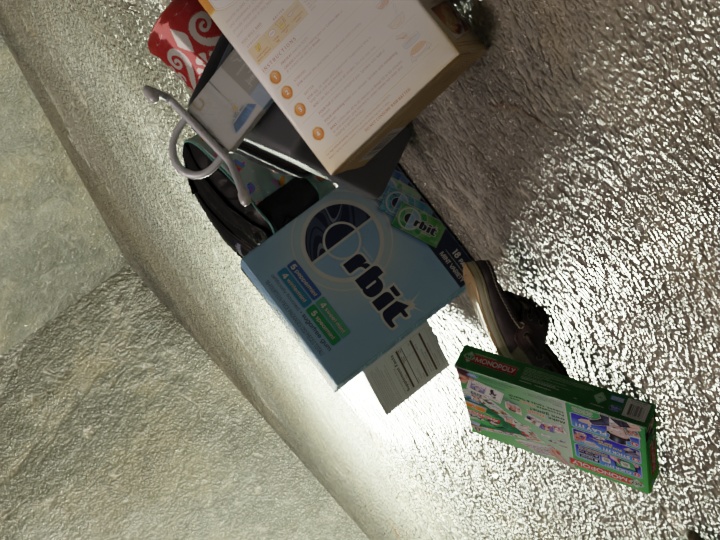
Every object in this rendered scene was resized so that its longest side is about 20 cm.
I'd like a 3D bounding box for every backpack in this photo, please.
[{"bbox_3d":[-0.127,-0.105,1.842,0.199,0.153,0.177,36,158,25],"label":"backpack"}]

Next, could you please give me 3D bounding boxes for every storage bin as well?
[{"bbox_3d":[-0.044,-0.157,1.455,0.134,0.147,0.199,29,-176,36],"label":"storage bin"}]

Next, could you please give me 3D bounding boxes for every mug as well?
[{"bbox_3d":[-0.122,-0.220,1.600,0.200,0.133,0.178,48,171,8],"label":"mug"}]

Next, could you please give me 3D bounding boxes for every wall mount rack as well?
[{"bbox_3d":[-0.105,-0.155,1.342,0.174,0.201,0.074,45,-168,23],"label":"wall mount rack"}]

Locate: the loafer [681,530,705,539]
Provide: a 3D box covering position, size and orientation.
[{"bbox_3d":[0.345,0.339,1.501,0.076,0.067,0.201,42,162,40],"label":"loafer"}]

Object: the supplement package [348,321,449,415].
[{"bbox_3d":[-0.001,0.066,1.925,0.200,0.110,0.157,34,156,56],"label":"supplement package"}]

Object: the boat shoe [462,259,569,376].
[{"bbox_3d":[0.157,0.056,1.463,0.072,0.064,0.201,-110,-7,-52],"label":"boat shoe"}]

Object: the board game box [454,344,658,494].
[{"bbox_3d":[0.195,0.147,1.450,0.198,0.029,0.135,17,151,23],"label":"board game box"}]

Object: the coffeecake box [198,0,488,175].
[{"bbox_3d":[-0.019,-0.208,1.210,0.201,0.153,0.073,53,-154,7],"label":"coffeecake box"}]

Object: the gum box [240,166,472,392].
[{"bbox_3d":[0.000,0.000,1.566,0.171,0.199,0.045,52,167,8],"label":"gum box"}]
